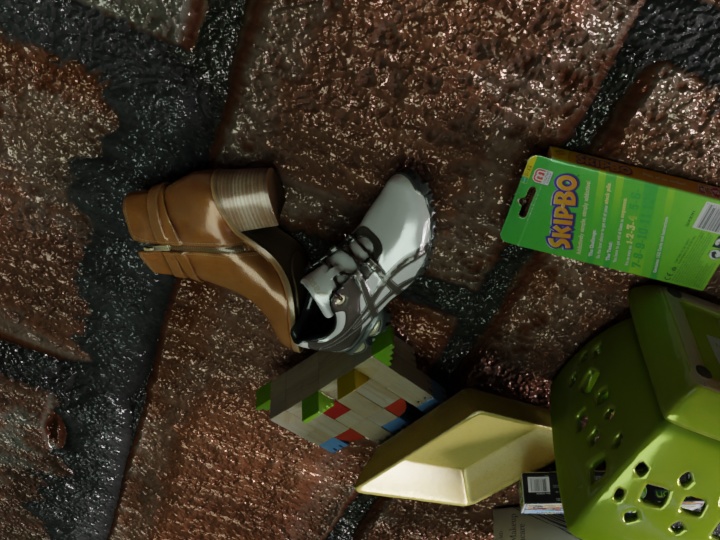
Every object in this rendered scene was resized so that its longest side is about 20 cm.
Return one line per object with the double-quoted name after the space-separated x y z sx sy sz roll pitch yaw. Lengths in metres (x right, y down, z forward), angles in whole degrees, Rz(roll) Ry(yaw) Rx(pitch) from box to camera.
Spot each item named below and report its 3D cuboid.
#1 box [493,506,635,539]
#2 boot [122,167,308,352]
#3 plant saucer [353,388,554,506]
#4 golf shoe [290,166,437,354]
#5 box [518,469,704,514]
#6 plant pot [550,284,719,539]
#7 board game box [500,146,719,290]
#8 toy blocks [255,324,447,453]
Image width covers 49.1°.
0.266 0.336 0.973 0.196 0.083 0.069 -13 127 18 "box"
-0.135 -0.002 0.766 0.152 0.077 0.203 -7 126 14 "boot"
0.120 0.194 0.869 0.198 0.049 0.199 20 134 -37 "plant saucer"
0.000 0.000 0.713 0.093 0.078 0.202 -5 129 -42 "golf shoe"
0.281 0.252 0.892 0.196 0.035 0.110 -4 157 9 "box"
0.309 0.143 0.735 0.196 0.200 0.184 19 124 -6 "plant pot"
0.230 -0.046 0.698 0.196 0.030 0.097 12 130 -3 "board game box"
0.001 0.137 0.858 0.199 0.101 0.136 -34 129 27 "toy blocks"
